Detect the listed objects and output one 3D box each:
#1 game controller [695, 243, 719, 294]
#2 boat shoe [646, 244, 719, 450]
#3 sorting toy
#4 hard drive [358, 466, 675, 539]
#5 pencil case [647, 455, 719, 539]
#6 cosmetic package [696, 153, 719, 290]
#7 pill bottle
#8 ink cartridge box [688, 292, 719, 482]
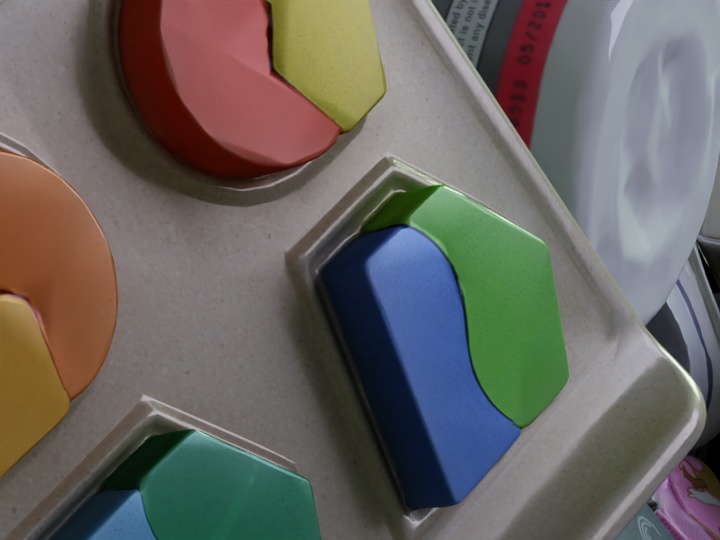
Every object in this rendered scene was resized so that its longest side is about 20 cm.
[{"bbox_3d":[0.054,0.014,1.090,0.105,0.042,0.200,53,-36,-5],"label":"game controller"},{"bbox_3d":[0.056,-0.034,0.890,0.070,0.071,0.201,6,52,-61],"label":"boat shoe"},{"bbox_3d":[-0.030,0.007,0.595,0.200,0.185,0.036,53,-33,-13],"label":"sorting toy"},{"bbox_3d":[0.006,0.032,0.700,0.200,0.033,0.140,51,20,-14],"label":"hard drive"},{"bbox_3d":[0.120,0.132,0.783,0.086,0.083,0.200,23,16,-44],"label":"pencil case"},{"bbox_3d":[0.171,-0.018,0.970,0.200,0.103,0.074,47,53,-75],"label":"cosmetic package"},{"bbox_3d":[-0.008,-0.052,0.819,0.199,0.111,0.111,12,-13,24],"label":"pill bottle"},{"bbox_3d":[0.180,0.058,0.915,0.144,0.085,0.200,14,-7,-9],"label":"ink cartridge box"}]
